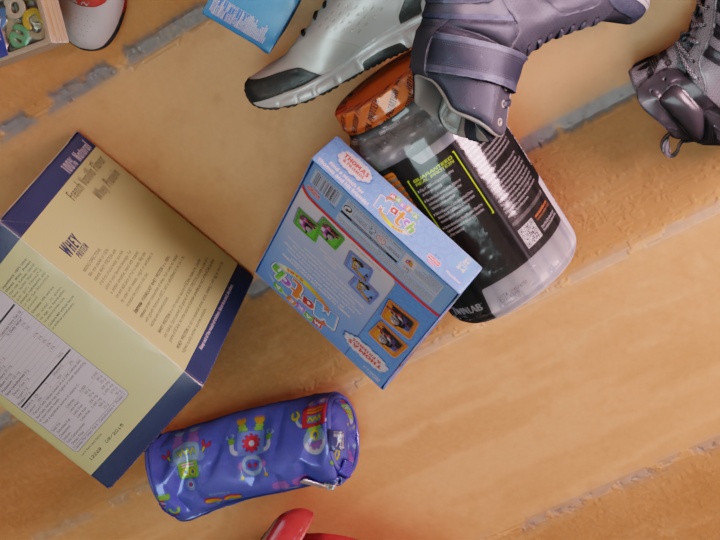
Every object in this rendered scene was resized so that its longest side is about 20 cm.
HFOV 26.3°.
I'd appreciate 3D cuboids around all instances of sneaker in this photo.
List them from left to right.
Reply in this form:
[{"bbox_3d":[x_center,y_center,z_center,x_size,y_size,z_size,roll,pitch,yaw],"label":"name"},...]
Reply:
[{"bbox_3d":[-0.217,-0.254,1.185,0.066,0.108,0.203,15,116,2],"label":"sneaker"},{"bbox_3d":[-0.009,-0.193,1.205,0.198,0.074,0.081,-28,103,11],"label":"sneaker"},{"bbox_3d":[0.122,-0.163,1.134,0.200,0.077,0.148,6,93,-31],"label":"sneaker"},{"bbox_3d":[0.255,-0.176,1.160,0.112,0.076,0.202,-11,115,11],"label":"sneaker"}]

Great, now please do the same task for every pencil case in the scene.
[{"bbox_3d":[-0.095,0.168,1.373,0.198,0.088,0.078,-15,151,17],"label":"pencil case"}]

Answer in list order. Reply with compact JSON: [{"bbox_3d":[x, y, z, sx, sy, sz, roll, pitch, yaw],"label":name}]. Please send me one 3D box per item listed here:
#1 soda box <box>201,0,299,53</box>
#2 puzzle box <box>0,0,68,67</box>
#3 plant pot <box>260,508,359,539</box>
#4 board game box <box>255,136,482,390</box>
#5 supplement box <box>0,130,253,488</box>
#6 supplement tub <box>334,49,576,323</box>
[{"bbox_3d":[-0.045,-0.271,1.171,0.064,0.068,0.201,30,116,-5],"label":"soda box"},{"bbox_3d":[-0.312,-0.255,1.200,0.132,0.025,0.202,-15,91,25],"label":"puzzle box"},{"bbox_3d":[-0.038,0.330,1.379,0.181,0.201,0.202,32,116,2],"label":"plant pot"},{"bbox_3d":[0.000,0.000,1.231,0.151,0.037,0.200,42,149,5],"label":"board game box"},{"bbox_3d":[-0.220,0.028,1.263,0.199,0.200,0.134,39,114,-10],"label":"supplement box"},{"bbox_3d":[0.073,-0.069,1.214,0.122,0.123,0.201,-29,108,20],"label":"supplement tub"}]
